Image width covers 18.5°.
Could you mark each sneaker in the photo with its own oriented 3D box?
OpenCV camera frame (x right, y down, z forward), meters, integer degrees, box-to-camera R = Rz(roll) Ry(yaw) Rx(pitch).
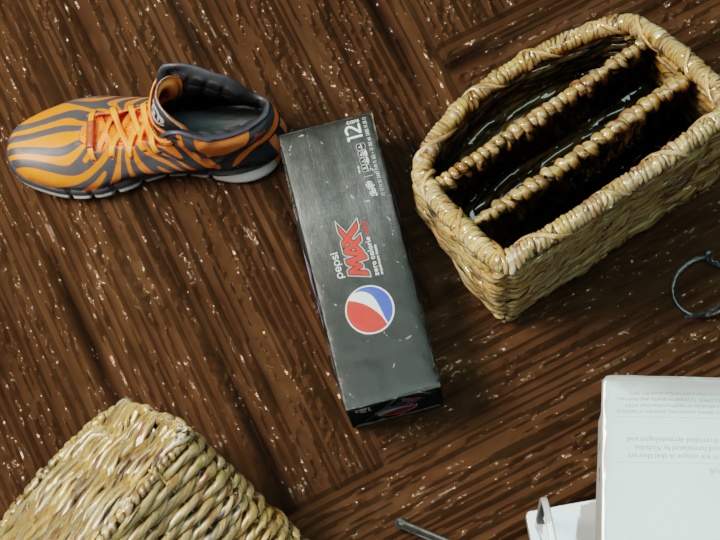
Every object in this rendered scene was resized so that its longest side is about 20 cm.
[{"bbox_3d":[-0.152,-0.104,1.516,0.199,0.112,0.078,-7,75,2],"label":"sneaker"}]

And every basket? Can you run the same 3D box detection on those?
[{"bbox_3d":[-0.154,0.206,1.442,0.149,0.142,0.200,46,72,-27],"label":"basket"},{"bbox_3d":[0.133,-0.086,1.468,0.199,0.149,0.143,-33,76,-4],"label":"basket"}]

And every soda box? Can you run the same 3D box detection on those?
[{"bbox_3d":[0.000,0.000,1.505,0.070,0.063,0.201,-14,74,0],"label":"soda box"}]

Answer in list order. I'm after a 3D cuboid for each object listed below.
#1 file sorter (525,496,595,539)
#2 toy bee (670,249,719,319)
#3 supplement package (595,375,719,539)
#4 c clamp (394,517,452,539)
[{"bbox_3d":[0.216,0.197,1.409,0.199,0.125,0.140,-10,74,1],"label":"file sorter"},{"bbox_3d":[0.318,0.019,1.458,0.199,0.109,0.132,-15,77,-1],"label":"toy bee"},{"bbox_3d":[0.195,0.173,1.292,0.116,0.117,0.201,1,73,4],"label":"supplement package"},{"bbox_3d":[0.063,0.272,1.419,0.170,0.027,0.201,7,80,48],"label":"c clamp"}]
